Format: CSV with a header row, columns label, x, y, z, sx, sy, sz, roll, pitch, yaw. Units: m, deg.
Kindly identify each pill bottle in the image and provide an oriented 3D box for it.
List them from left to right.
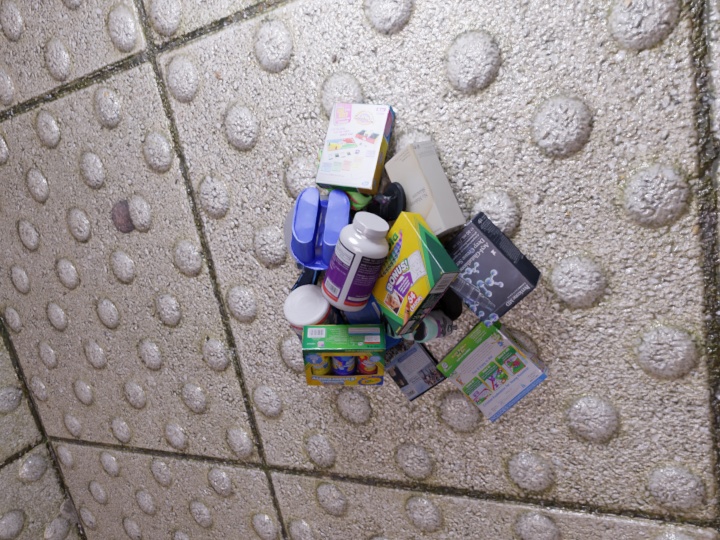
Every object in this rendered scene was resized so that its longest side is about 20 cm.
label,x,y,z,sx,sy,sz,roll,pitch,yaw
pill bottle,-0.114,0.142,1.332,0.117,0.121,0.202,12,146,23
pill bottle,-0.008,-0.019,1.117,0.111,0.112,0.203,30,119,15

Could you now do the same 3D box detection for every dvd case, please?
label,x,y,z,sx,sy,sz,roll,pitch,yaw
dvd case,0.123,0.239,1.382,0.142,0.017,0.201,-41,85,31

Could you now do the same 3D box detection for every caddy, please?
label,x,y,z,sx,sy,sz,roll,pitch,yaw
caddy,-0.092,-0.098,1.211,0.138,0.203,0.106,5,148,1

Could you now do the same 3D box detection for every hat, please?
label,x,y,z,sx,sy,sz,roll,pitch,yaw
hat,0.156,0.047,1.249,0.196,0.082,0.202,12,145,8

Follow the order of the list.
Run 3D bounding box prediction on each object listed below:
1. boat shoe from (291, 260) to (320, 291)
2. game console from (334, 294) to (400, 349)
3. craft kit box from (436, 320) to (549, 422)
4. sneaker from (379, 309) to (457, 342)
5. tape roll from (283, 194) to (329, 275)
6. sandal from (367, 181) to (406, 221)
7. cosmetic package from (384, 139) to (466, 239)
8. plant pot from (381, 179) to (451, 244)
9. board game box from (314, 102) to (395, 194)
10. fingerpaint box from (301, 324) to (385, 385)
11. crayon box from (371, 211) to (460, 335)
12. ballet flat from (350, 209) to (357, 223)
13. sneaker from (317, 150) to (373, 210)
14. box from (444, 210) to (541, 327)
label,x,y,z,sx,sy,sz,roll,pitch,yaw
boat shoe,-0.136,-0.009,1.316,0.068,0.084,0.203,24,115,5
game console,-0.006,0.139,1.403,0.169,0.118,0.202,-29,87,2
craft kit box,0.320,0.240,1.265,0.197,0.048,0.201,42,121,6
sneaker,0.145,0.125,1.228,0.199,0.138,0.079,17,105,55
tape roll,-0.104,-0.094,1.358,0.197,0.066,0.204,10,111,25
sandal,0.052,-0.141,1.190,0.077,0.047,0.200,68,158,5
cosmetic package,0.141,-0.170,1.137,0.103,0.072,0.203,-33,77,54
plant pot,0.136,-0.140,1.239,0.196,0.027,0.204,9,110,25
board game box,-0.013,-0.288,1.206,0.150,0.040,0.204,11,84,24
fingerpaint box,-0.039,0.210,1.258,0.195,0.074,0.169,0,138,-1
crayon box,0.101,0.007,1.112,0.174,0.057,0.201,58,133,31
ballet flat,0.031,-0.070,1.291,0.063,0.067,0.202,-15,107,49
sneaker,-0.040,-0.228,1.281,0.200,0.083,0.077,48,152,23
box,0.280,-0.004,1.164,0.200,0.107,0.149,46,121,6
